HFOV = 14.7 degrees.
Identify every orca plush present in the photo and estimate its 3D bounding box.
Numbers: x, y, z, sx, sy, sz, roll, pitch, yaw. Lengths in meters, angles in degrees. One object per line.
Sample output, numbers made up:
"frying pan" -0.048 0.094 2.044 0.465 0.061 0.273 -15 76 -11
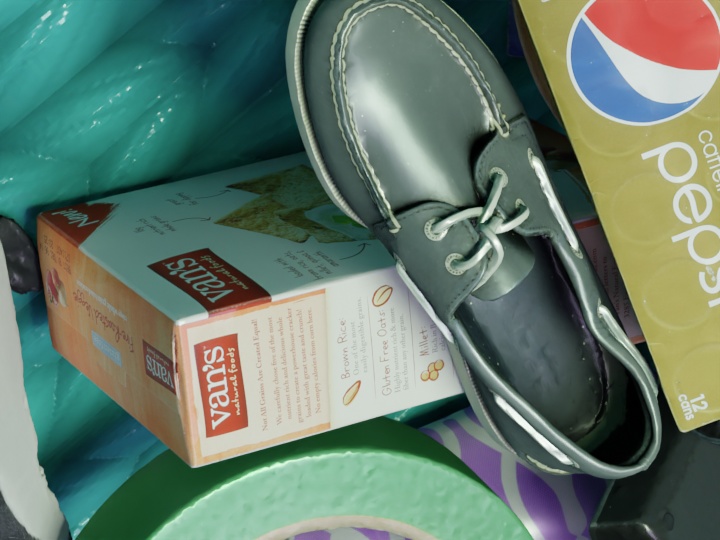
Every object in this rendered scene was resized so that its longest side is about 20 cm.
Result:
"orca plush" -0.158 0.036 1.011 0.200 0.071 0.106 65 35 -48

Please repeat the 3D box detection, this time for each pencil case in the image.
"pencil case" 0.044 0.102 1.133 0.199 0.084 0.086 -22 160 -14

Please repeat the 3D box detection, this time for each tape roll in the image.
"tape roll" -0.022 0.152 1.048 0.199 0.048 0.202 -7 110 -20

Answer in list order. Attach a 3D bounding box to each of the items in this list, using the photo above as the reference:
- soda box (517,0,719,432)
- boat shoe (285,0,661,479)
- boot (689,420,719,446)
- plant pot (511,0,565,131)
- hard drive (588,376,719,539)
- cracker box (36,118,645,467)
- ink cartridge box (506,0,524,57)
"soda box" 0.100 -0.053 0.911 0.067 0.064 0.201 -20 115 7
"boat shoe" 0.043 -0.013 0.904 0.073 0.062 0.201 -36 118 -14
"boot" 0.184 -0.011 1.070 0.168 0.076 0.202 33 65 -52
"plant pot" 0.148 -0.109 0.937 0.198 0.028 0.201 0 115 -1
"hard drive" 0.161 0.083 1.118 0.140 0.033 0.200 61 40 -29
"cracker box" 0.000 0.000 1.000 0.199 0.134 0.058 -15 113 -24
"ink cartridge box" 0.144 -0.144 0.986 0.195 0.043 0.201 9 121 14
